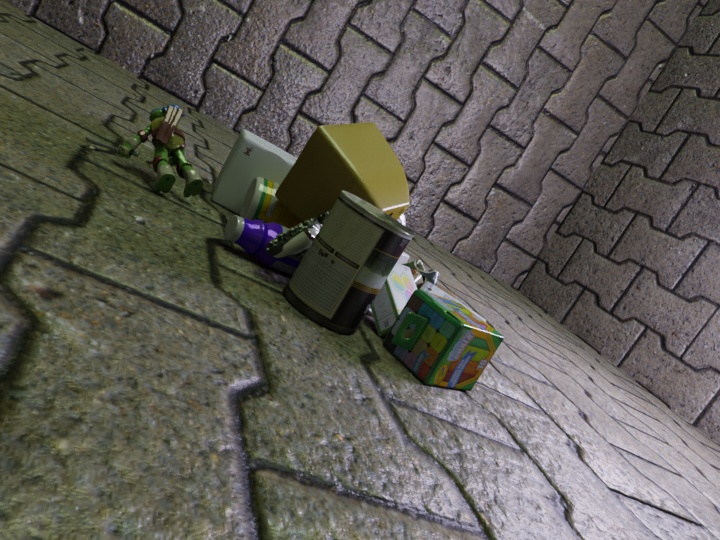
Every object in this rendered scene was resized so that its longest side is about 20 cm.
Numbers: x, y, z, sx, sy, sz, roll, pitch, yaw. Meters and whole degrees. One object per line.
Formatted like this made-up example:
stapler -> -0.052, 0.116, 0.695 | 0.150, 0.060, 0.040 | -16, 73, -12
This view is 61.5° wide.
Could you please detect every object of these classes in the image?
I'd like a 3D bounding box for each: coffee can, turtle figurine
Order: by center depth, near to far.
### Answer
coffee can -> -0.021, -0.014, 1.037 | 0.146, 0.201, 0.146 | 30, 11, -6
turtle figurine -> -0.414, -0.223, 1.240 | 0.194, 0.199, 0.144 | 59, 0, 27

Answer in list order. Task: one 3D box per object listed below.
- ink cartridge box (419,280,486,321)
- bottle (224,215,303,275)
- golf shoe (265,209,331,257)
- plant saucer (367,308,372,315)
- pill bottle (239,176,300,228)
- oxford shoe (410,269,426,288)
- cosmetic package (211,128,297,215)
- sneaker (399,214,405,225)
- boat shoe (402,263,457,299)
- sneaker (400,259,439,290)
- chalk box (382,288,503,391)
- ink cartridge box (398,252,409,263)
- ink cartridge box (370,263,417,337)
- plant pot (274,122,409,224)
ink cartridge box -> 0.193, 0.112, 1.381 | 0.175, 0.084, 0.200 | 35, 10, 7
bottle -> -0.158, -0.045, 1.136 | 0.199, 0.065, 0.084 | 23, 44, -37
golf shoe -> -0.087, -0.051, 1.106 | 0.200, 0.077, 0.088 | -29, 98, -50
plant saucer -> 0.000, 0.000, 1.263 | 0.200, 0.050, 0.200 | 46, 19, -21
pill bottle -> -0.156, -0.122, 1.342 | 0.199, 0.113, 0.113 | 20, 14, -22
oxford shoe -> 0.101, 0.024, 1.417 | 0.070, 0.075, 0.200 | 36, 8, 19
cosmetic package -> -0.246, -0.222, 1.458 | 0.167, 0.167, 0.200 | 28, 10, -18
sneaker -> 0.058, -0.065, 1.428 | 0.078, 0.201, 0.099 | 11, 22, 6
boat shoe -> 0.173, 0.053, 1.664 | 0.200, 0.065, 0.072 | 34, 29, 20
sneaker -> 0.132, 0.010, 1.601 | 0.067, 0.090, 0.200 | 35, -3, -40
chalk box -> 0.136, 0.122, 1.072 | 0.200, 0.125, 0.124 | 18, 17, -49
ink cartridge box -> 0.017, -0.065, 1.704 | 0.200, 0.085, 0.146 | 21, 14, -42
ink cartridge box -> 0.061, 0.035, 1.187 | 0.104, 0.059, 0.201 | 18, 46, -49
plant pot -> -0.015, -0.162, 1.248 | 0.200, 0.196, 0.194 | 50, 37, 15
